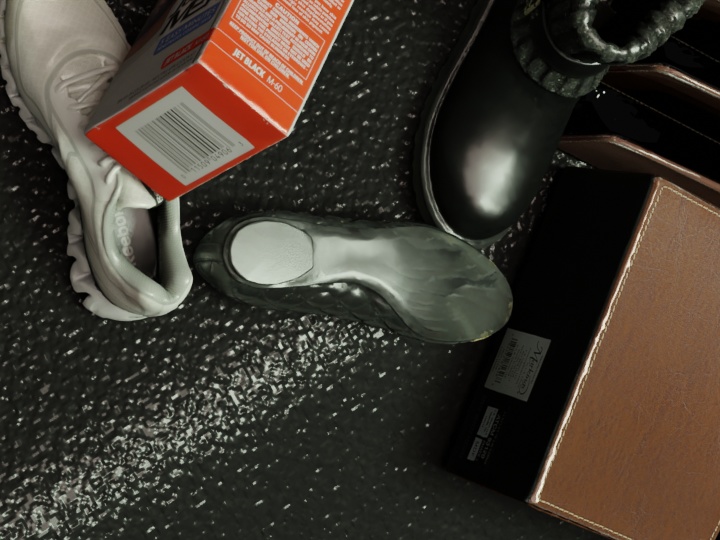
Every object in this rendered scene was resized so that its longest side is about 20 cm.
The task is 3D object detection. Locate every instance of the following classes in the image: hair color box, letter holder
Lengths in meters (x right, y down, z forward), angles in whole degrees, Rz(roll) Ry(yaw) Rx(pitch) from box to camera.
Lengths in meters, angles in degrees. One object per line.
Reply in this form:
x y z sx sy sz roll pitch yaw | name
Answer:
-0.054 -0.142 0.973 0.064 0.111 0.200 40 53 -22 | hair color box
0.166 0.059 1.130 0.142 0.101 0.200 24 85 -26 | letter holder
0.239 -0.084 1.134 0.200 0.142 0.101 23 85 -25 | letter holder

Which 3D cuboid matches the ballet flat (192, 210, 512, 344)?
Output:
0.000 0.000 1.083 0.200 0.057 0.067 13 86 -27 | ballet flat

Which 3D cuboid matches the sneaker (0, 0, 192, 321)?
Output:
-0.134 -0.068 1.000 0.075 0.081 0.200 -22 102 -19 | sneaker

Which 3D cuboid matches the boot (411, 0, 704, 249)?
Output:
0.110 -0.110 1.063 0.079 0.158 0.212 18 88 -24 | boot
